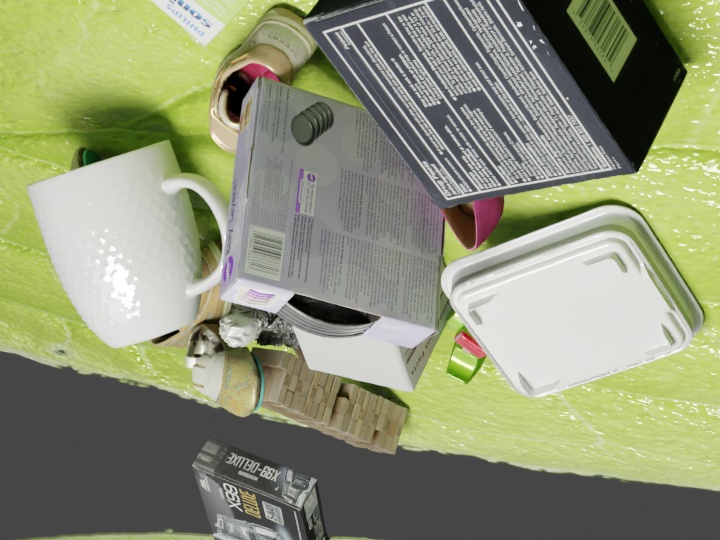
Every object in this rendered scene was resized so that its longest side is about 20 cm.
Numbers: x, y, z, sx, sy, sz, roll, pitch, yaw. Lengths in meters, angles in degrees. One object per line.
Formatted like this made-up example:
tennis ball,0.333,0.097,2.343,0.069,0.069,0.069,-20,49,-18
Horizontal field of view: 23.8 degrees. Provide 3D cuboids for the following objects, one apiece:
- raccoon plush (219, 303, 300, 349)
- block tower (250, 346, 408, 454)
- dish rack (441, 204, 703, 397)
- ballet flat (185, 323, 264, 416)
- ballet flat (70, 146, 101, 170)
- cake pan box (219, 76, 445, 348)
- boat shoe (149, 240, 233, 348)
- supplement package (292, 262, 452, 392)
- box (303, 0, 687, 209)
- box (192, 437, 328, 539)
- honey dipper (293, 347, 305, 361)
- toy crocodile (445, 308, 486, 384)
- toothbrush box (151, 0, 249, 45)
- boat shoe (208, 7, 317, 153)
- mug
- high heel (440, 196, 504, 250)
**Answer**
raccoon plush,-0.099,0.054,1.687,0.096,0.200,0.135,21,127,23
block tower,-0.038,0.140,1.811,0.054,0.058,0.199,2,160,45
dish rack,0.185,0.039,1.510,0.199,0.044,0.172,-21,123,27
ballet flat,-0.143,0.099,1.734,0.071,0.071,0.200,43,-178,-18
ballet flat,-0.267,-0.042,1.800,0.069,0.070,0.201,2,137,38
cake pan box,-0.019,-0.045,1.430,0.183,0.202,0.052,13,154,-20
boat shoe,-0.185,0.037,1.822,0.072,0.076,0.200,64,155,22
supplement package,0.000,0.000,1.599,0.116,0.118,0.201,11,142,25
box,0.101,-0.168,1.281,0.197,0.124,0.200,-9,129,44
box,-0.123,0.309,2.185,0.157,0.050,0.201,19,146,19
honey dipper,-0.079,0.064,1.830,0.038,0.038,0.201,9,144,31
toy crocodile,0.129,0.044,1.605,0.067,0.062,0.200,34,147,-5
toothbrush box,-0.118,-0.288,1.334,0.145,0.086,0.200,38,146,-12
boat shoe,-0.101,-0.155,1.516,0.073,0.069,0.200,33,148,-3
mug,-0.206,-0.027,1.656,0.199,0.147,0.177,-14,97,27
high heel,0.061,-0.112,1.409,0.067,0.097,0.200,-20,126,36
